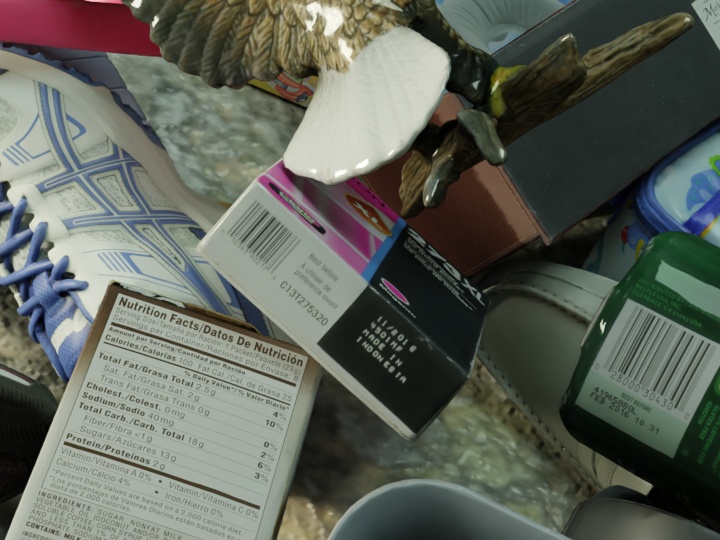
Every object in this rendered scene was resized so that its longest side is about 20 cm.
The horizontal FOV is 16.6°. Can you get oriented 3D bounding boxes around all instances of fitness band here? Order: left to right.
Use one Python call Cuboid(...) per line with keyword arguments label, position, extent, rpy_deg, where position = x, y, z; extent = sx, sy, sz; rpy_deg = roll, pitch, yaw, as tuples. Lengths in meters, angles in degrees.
Cuboid(label="fitness band", position=(-0.167, -0.108, 0.942), extent=(0.199, 0.038, 0.144), rpy_deg=(7, 3, -15))

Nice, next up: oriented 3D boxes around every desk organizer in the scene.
Cuboid(label="desk organizer", position=(0.095, -0.073, 1.005), extent=(0.200, 0.077, 0.072), rpy_deg=(-35, 92, -38))

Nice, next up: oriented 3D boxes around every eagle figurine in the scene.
Cuboid(label="eagle figurine", position=(-0.009, -0.120, 0.870), extent=(0.151, 0.151, 0.200), rpy_deg=(-35, 93, -22))

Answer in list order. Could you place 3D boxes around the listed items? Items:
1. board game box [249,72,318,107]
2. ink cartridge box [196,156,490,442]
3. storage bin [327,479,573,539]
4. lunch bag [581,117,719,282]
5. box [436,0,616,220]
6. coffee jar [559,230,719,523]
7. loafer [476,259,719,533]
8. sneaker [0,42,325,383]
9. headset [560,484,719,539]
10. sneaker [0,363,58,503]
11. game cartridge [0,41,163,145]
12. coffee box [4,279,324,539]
Cuboid(label="board game box", position=(-0.054, -0.144, 1.137), extent=(0.199, 0.034, 0.135), rpy_deg=(23, 40, 3))
Cuboid(label="ink cartridge box", position=(0.000, 0.000, 0.880), extent=(0.095, 0.037, 0.200), rpy_deg=(42, 8, -2))
Cuboid(label="storage bin", position=(0.059, 0.176, 0.732), extent=(0.199, 0.134, 0.146), rpy_deg=(26, 72, 8))
Cuboid(label="lunch bag", position=(0.195, -0.003, 1.032), extent=(0.161, 0.083, 0.200), rpy_deg=(43, 42, 16))
Cuboid(label="box", position=(0.042, -0.110, 1.066), extent=(0.122, 0.048, 0.201), rpy_deg=(-17, 79, -37))
Cuboid(label="coffee jar", position=(0.173, 0.067, 0.846), extent=(0.199, 0.086, 0.104), rpy_deg=(30, 3, 18))
Cuboid(label="loafer", position=(0.118, 0.067, 0.941), extent=(0.200, 0.070, 0.070), rpy_deg=(35, 33, 16))
Cuboid(label="sneaker", position=(-0.100, -0.007, 0.909), extent=(0.199, 0.075, 0.088), rpy_deg=(32, 45, -5))
Cuboid(label="headset", position=(0.117, 0.110, 0.801), extent=(0.123, 0.200, 0.094), rpy_deg=(32, 73, 0))
Cuboid(label="sneaker", position=(-0.204, 0.020, 0.854), extent=(0.199, 0.076, 0.116), rpy_deg=(6, 38, -16))
Cuboid(label="game cartridge", position=(-0.190, -0.069, 0.995), extent=(0.199, 0.039, 0.130), rpy_deg=(-9, 43, -31))
Cuboid(label="coffee box", position=(-0.077, 0.115, 0.767), extent=(0.079, 0.115, 0.200), rpy_deg=(18, 38, -2))
